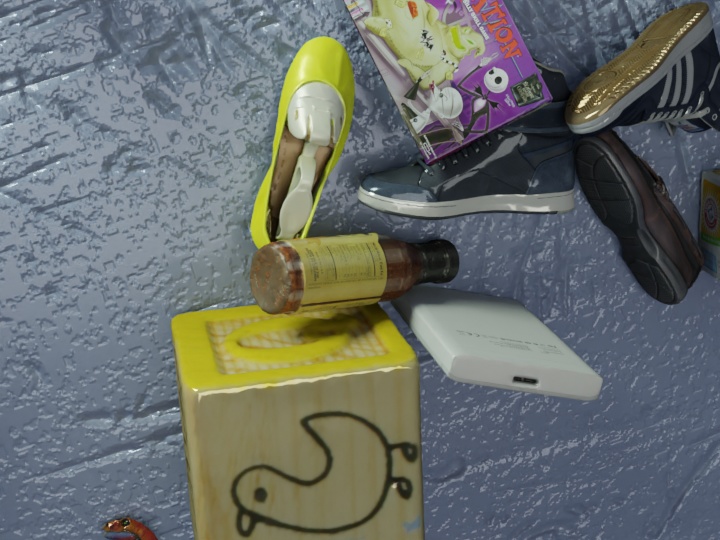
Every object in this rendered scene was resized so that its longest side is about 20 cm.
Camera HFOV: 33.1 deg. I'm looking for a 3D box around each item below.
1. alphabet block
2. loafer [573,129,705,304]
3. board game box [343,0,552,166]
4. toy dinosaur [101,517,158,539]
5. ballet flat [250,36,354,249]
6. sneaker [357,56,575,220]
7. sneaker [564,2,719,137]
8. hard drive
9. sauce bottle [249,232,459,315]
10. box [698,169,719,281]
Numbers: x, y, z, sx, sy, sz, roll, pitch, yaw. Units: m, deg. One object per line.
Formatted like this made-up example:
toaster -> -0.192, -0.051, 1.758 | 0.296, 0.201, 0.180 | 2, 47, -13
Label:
alphabet block -> -0.057, 0.148, 1.050 | 0.195, 0.196, 0.200 | -8, 107, -12
loafer -> 0.265, -0.059, 1.137 | 0.063, 0.072, 0.200 | -43, 117, -19
board game box -> 0.063, -0.203, 1.016 | 0.120, 0.032, 0.200 | -27, 87, 2
toy dinosaur -> -0.253, 0.323, 1.141 | 0.181, 0.105, 0.200 | -39, 148, -12
ballet flat -> -0.046, -0.101, 1.047 | 0.067, 0.067, 0.200 | 14, 102, -13
sneaker -> 0.096, -0.122, 1.064 | 0.202, 0.077, 0.147 | -4, 111, -15
sneaker -> 0.264, -0.146, 1.072 | 0.200, 0.070, 0.109 | -41, 118, -30
hard drive -> 0.112, 0.058, 1.057 | 0.132, 0.200, 0.027 | 9, 104, -15
sauce bottle -> 0.000, 0.000, 1.059 | 0.200, 0.066, 0.066 | -4, 109, -40
box -> 0.435, -0.045, 1.146 | 0.200, 0.113, 0.102 | -8, 109, -10
